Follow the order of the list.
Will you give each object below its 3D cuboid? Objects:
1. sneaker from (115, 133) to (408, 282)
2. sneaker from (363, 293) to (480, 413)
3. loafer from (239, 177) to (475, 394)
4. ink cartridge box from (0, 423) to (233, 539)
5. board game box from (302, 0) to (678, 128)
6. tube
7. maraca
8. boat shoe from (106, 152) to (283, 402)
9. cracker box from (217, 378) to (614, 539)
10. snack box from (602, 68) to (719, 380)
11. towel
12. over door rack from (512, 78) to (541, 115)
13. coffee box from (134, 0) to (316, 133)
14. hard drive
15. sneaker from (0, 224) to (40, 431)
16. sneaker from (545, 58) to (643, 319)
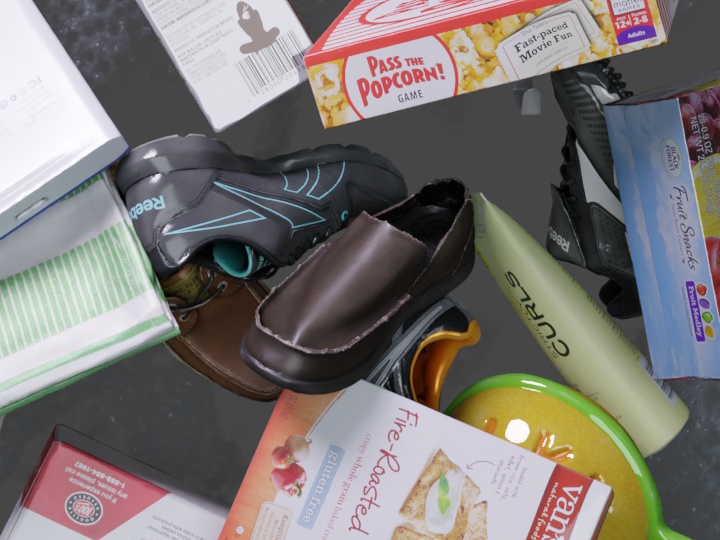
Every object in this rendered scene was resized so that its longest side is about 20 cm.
[{"bbox_3d":[-0.054,-0.030,1.500,0.200,0.075,0.079,0,66,-36],"label":"sneaker"},{"bbox_3d":[0.005,0.095,1.535,0.077,0.078,0.200,24,93,27],"label":"sneaker"},{"bbox_3d":[0.000,0.000,1.470,0.073,0.200,0.071,27,131,20],"label":"loafer"},{"bbox_3d":[-0.164,0.216,1.537,0.144,0.084,0.200,26,91,-8],"label":"ink cartridge box"},{"bbox_3d":[0.080,-0.143,1.450,0.199,0.152,0.046,-14,106,15],"label":"board game box"},{"bbox_3d":[0.122,0.029,1.560,0.058,0.052,0.200,-30,105,37],"label":"tube"},{"bbox_3d":[0.127,0.149,1.541,0.200,0.107,0.137,48,128,1],"label":"maraca"},{"bbox_3d":[-0.110,0.008,1.533,0.200,0.068,0.072,44,90,-7],"label":"boat shoe"},{"bbox_3d":[0.031,0.149,1.462,0.200,0.058,0.134,22,85,9],"label":"cracker box"},{"bbox_3d":[0.246,-0.041,1.511,0.200,0.068,0.169,-20,102,-41],"label":"snack box"},{"bbox_3d":[-0.207,-0.020,1.471,0.152,0.023,0.200,-25,70,-1],"label":"towel"},{"bbox_3d":[0.165,-0.198,1.550,0.147,0.067,0.201,-1,109,-5],"label":"over door rack"},{"bbox_3d":[-0.103,-0.187,1.495,0.080,0.114,0.200,-31,96,0],"label":"coffee box"},{"bbox_3d":[-0.238,-0.108,1.479,0.132,0.025,0.200,-34,63,-2],"label":"hard drive"},{"bbox_3d":[-0.237,0.050,1.516,0.077,0.085,0.201,21,93,-7],"label":"sneaker"},{"bbox_3d":[0.146,-0.047,1.537,0.090,0.067,0.200,-27,118,7],"label":"sneaker"}]
